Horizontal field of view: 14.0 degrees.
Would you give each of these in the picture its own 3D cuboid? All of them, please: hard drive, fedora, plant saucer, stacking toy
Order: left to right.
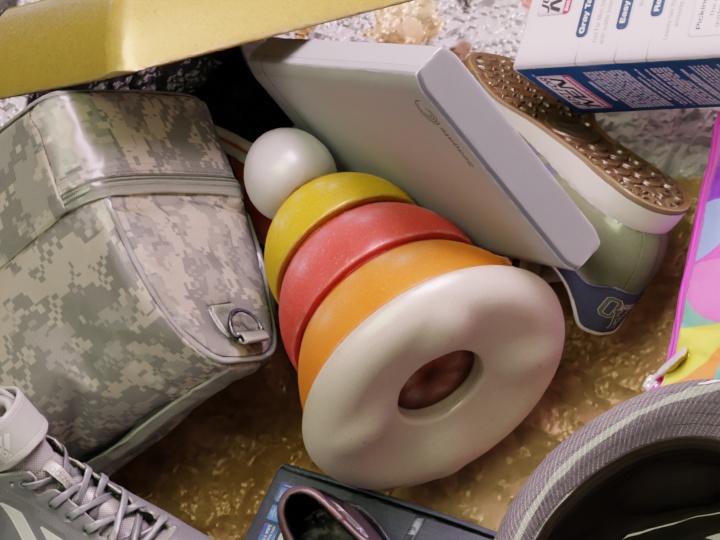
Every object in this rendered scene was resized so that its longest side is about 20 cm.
[{"bbox_3d":[-0.096,-0.139,1.572,0.200,0.200,0.048,-4,101,58],"label":"plant saucer"},{"bbox_3d":[0.000,0.000,1.503,0.146,0.146,0.200,-37,53,3],"label":"stacking toy"},{"bbox_3d":[0.028,-0.062,1.488,0.027,0.132,0.200,-46,22,-15],"label":"hard drive"},{"bbox_3d":[0.151,0.154,1.378,0.177,0.090,0.200,40,86,13],"label":"fedora"}]

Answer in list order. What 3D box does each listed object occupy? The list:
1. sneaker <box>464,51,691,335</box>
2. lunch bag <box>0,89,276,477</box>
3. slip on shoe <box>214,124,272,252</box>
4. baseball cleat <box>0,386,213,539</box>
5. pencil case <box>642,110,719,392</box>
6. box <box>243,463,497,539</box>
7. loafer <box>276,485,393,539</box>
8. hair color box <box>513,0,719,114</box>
[{"bbox_3d":[0.095,-0.038,1.533,0.200,0.067,0.090,47,124,53],"label":"sneaker"},{"bbox_3d":[-0.147,0.021,1.555,0.200,0.139,0.168,-35,67,33],"label":"lunch bag"},{"bbox_3d":[-0.072,-0.038,1.615,0.200,0.074,0.061,29,82,29],"label":"slip on shoe"},{"bbox_3d":[-0.147,0.120,1.473,0.200,0.107,0.070,15,43,21],"label":"baseball cleat"},{"bbox_3d":[0.196,0.005,1.453,0.088,0.088,0.200,5,64,28],"label":"pencil case"},{"bbox_3d":[-0.010,0.211,1.464,0.158,0.051,0.200,17,72,30],"label":"box"},{"bbox_3d":[0.016,0.183,1.397,0.072,0.063,0.200,-37,58,1],"label":"loafer"},{"bbox_3d":[0.179,-0.137,1.456,0.200,0.061,0.100,1,69,43],"label":"hair color box"}]
